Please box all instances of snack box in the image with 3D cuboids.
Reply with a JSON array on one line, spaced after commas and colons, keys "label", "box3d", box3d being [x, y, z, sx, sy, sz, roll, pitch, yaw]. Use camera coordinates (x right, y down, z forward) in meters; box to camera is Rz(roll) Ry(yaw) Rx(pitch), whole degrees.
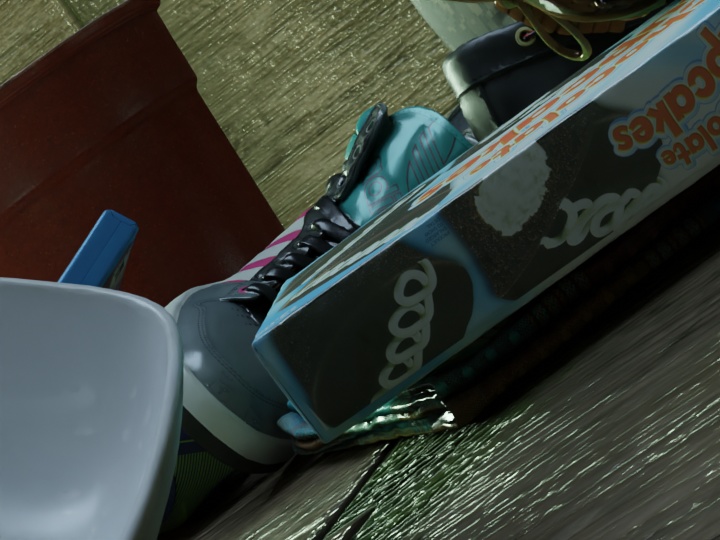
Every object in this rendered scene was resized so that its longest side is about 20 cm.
[{"label": "snack box", "box3d": [0.063, -0.033, 0.688, 0.200, 0.037, 0.116, -36, 5, 7]}]

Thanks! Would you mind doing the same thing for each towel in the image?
[{"label": "towel", "box3d": [0.052, 0.004, 0.758, 0.147, 0.022, 0.200, -39, 3, -14]}]

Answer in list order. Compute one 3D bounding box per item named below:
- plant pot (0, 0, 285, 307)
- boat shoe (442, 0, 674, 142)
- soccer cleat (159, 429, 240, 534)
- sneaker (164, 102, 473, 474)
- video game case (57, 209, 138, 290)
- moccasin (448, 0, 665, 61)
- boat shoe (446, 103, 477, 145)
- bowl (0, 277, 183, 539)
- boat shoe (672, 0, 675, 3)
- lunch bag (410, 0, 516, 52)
[{"label": "plant pot", "box3d": [-0.124, -0.003, 1.239, 0.201, 0.195, 0.201, -37, 2, 2]}, {"label": "boat shoe", "box3d": [0.119, -0.092, 0.909, 0.201, 0.063, 0.074, -27, -6, -30]}, {"label": "soccer cleat", "box3d": [-0.081, 0.078, 0.977, 0.084, 0.065, 0.200, -8, -6, -7]}, {"label": "sneaker", "box3d": [0.000, 0.000, 0.900, 0.121, 0.084, 0.200, -46, -1, 19]}, {"label": "video game case", "box3d": [-0.148, 0.080, 1.025, 0.143, 0.018, 0.200, -61, -2, -35]}, {"label": "moccasin", "box3d": [0.063, -0.103, 0.759, 0.078, 0.074, 0.201, -50, 2, 11]}, {"label": "boat shoe", "box3d": [0.073, -0.053, 1.058, 0.071, 0.072, 0.200, -51, 0, -37]}, {"label": "bowl", "box3d": [-0.148, 0.078, 0.640, 0.200, 0.075, 0.200, 1, 30, 8]}, {"label": "boat shoe", "box3d": [0.176, -0.125, 0.761, 0.200, 0.073, 0.065, -36, 8, 22]}, {"label": "lunch bag", "box3d": [0.126, -0.173, 1.197, 0.200, 0.164, 0.118, -39, 0, -24]}]
